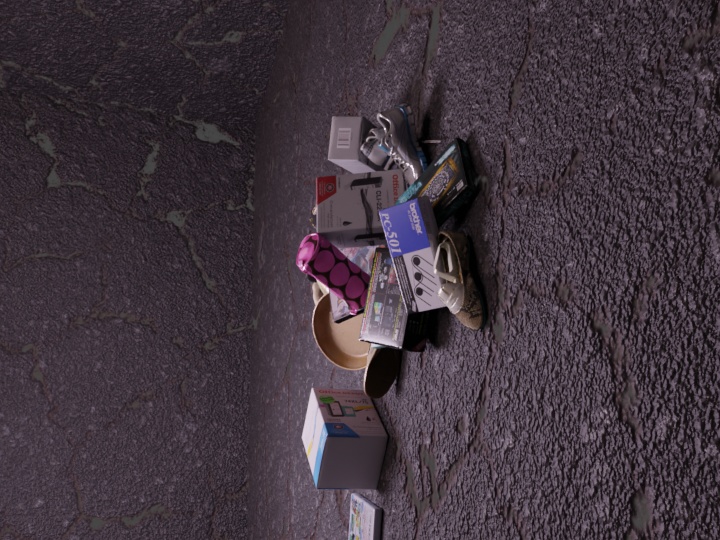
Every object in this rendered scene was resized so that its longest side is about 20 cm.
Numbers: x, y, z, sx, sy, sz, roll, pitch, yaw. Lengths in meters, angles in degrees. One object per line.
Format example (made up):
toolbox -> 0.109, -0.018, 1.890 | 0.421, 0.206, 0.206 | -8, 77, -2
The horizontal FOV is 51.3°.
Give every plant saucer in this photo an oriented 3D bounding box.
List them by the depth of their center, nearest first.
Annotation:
plant saucer -> -0.025, 0.139, 1.807 | 0.035, 0.198, 0.203 | -23, -50, -57

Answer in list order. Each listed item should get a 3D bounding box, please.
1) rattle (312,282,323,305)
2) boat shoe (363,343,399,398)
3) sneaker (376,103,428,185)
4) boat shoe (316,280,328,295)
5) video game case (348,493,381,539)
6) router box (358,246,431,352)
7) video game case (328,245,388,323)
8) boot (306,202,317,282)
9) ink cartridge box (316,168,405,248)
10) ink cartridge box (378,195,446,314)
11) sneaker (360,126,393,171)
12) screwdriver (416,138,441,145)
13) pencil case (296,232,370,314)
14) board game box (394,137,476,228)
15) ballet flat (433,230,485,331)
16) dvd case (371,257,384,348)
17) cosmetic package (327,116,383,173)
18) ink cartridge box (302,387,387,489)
rattle -> -0.045, 0.111, 2.003 | 0.201, 0.129, 0.144 | 53, 153, 29
boat shoe -> 0.050, 0.180, 1.655 | 0.065, 0.071, 0.203 | -161, 83, -78
sneaker -> 0.083, -0.253, 1.598 | 0.075, 0.086, 0.202 | 137, 118, -65
boat shoe -> -0.038, 0.061, 1.852 | 0.202, 0.073, 0.063 | 59, 152, -4
video game case -> 0.007, 0.631, 1.721 | 0.182, 0.022, 0.203 | 164, 110, -72
router box -> 0.078, 0.056, 1.508 | 0.149, 0.062, 0.203 | 5, 82, 55
video game case -> 0.000, 0.000, 1.742 | 0.179, 0.025, 0.202 | -24, 59, 26
boot -> -0.097, -0.085, 1.951 | 0.151, 0.072, 0.202 | -108, 32, -51
ink cartridge box -> 0.006, -0.134, 1.649 | 0.084, 0.197, 0.146 | 77, -171, -62
ink cartridge box -> 0.106, -0.027, 1.385 | 0.093, 0.044, 0.203 | -15, 91, 39
sneaker -> 0.053, -0.300, 1.709 | 0.201, 0.080, 0.077 | -73, 9, -61
screwdriver -> 0.136, -0.274, 1.606 | 0.200, 0.029, 0.028 | -158, 75, -67
pencil case -> -0.055, 0.008, 1.627 | 0.090, 0.200, 0.094 | 14, 68, 56
board game box -> 0.138, -0.140, 1.425 | 0.200, 0.028, 0.136 | -45, 35, 38
ballet flat -> 0.163, 0.014, 1.309 | 0.068, 0.074, 0.202 | -51, 36, 46
dvd case -> 0.078, 0.056, 1.582 | 0.145, 0.022, 0.203 | -15, 66, 46
cosmetic package -> -0.001, -0.293, 1.789 | 0.200, 0.089, 0.108 | 7, -92, -66
ink cartridge box -> -0.041, 0.388, 1.748 | 0.200, 0.145, 0.148 | -123, 41, -64
